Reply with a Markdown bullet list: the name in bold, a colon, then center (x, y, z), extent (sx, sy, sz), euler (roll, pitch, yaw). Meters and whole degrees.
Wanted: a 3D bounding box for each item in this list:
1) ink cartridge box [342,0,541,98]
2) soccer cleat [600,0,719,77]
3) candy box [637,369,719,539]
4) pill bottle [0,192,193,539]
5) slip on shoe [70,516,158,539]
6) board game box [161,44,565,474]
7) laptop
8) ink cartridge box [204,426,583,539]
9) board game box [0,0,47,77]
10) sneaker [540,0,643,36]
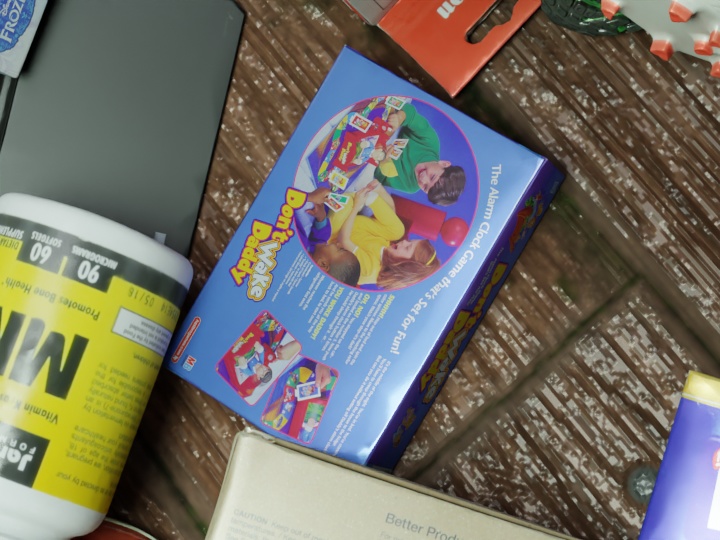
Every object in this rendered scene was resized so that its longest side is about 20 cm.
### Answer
- **ink cartridge box**: center (0.014, -0.202, 1.041), extent (0.109, 0.050, 0.200), euler (-46, 67, 5)
- **soccer cleat**: center (0.207, -0.133, 0.943), extent (0.199, 0.069, 0.078), euler (24, 76, 4)
- **candy box**: center (0.212, 0.168, 0.886), extent (0.168, 0.077, 0.201), euler (16, 84, 23)
- **pill bottle**: center (-0.172, 0.071, 0.991), extent (0.114, 0.114, 0.201), euler (16, 81, 22)
- **slip on shoe**: center (-0.123, 0.183, 1.012), extent (0.199, 0.061, 0.075), euler (23, 90, 23)
- **board game box**: center (0.000, 0.000, 1.011), extent (0.134, 0.045, 0.201), euler (32, 91, 22)
- **laptop**: center (-0.186, -0.088, 1.114), extent (0.199, 0.103, 0.179), euler (6, 80, 46)
- **ink cartridge box**: center (0.011, 0.187, 0.919), extent (0.199, 0.075, 0.166), euler (18, 81, 4)
- **board game box**: center (-0.234, -0.227, 1.104), extent (0.199, 0.041, 0.201), euler (17, 85, 44)
- **sneaker**: center (0.164, -0.210, 0.990), extent (0.200, 0.078, 0.085), euler (-51, 32, 11)
